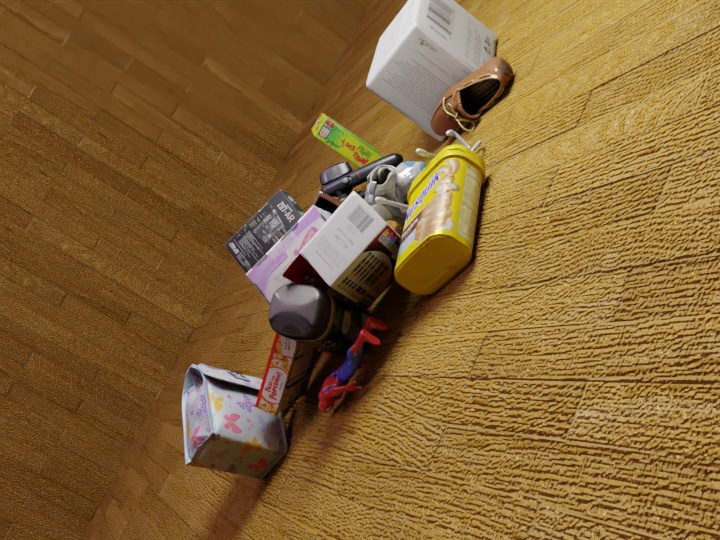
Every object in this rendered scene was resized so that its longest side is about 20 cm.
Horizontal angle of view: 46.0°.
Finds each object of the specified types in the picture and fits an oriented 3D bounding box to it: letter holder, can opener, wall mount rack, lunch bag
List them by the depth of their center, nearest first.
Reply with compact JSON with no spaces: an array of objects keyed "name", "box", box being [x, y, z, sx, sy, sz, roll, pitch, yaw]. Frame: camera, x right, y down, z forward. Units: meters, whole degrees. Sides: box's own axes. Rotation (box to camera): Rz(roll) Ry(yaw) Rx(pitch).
[{"name":"wall mount rack","box":[0.115,-0.163,1.459,0.200,0.074,0.174,-49,-3,32]},{"name":"lunch bag","box":[-0.238,0.264,1.576,0.128,0.167,0.202,-50,35,28]},{"name":"letter holder","box":[-0.072,-0.057,1.757,0.144,0.099,0.200,-61,-4,-9]},{"name":"can opener","box":[-0.001,-0.206,1.819,0.197,0.080,0.063,-18,7,23]}]

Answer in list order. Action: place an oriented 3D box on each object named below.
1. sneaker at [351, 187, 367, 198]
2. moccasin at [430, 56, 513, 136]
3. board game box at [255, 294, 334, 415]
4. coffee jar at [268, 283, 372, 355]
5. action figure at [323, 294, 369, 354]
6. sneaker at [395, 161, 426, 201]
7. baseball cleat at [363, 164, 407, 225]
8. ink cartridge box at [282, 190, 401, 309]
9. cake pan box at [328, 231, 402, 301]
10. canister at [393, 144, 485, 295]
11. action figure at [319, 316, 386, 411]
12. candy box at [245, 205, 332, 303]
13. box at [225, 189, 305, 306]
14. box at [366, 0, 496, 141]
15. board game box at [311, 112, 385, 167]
[{"name":"sneaker","box":[0.002,-0.150,1.883,0.200,0.059,0.105,-50,22,42]},{"name":"moccasin","box":[0.197,-0.304,1.546,0.200,0.074,0.078,-27,25,46]},{"name":"board game box","box":[-0.116,0.143,1.531,0.151,0.046,0.204,-21,-51,-72]},{"name":"coffee jar","box":[-0.063,0.083,1.383,0.102,0.199,0.087,4,78,28]},{"name":"action figure","box":[-0.008,0.064,1.511,0.202,0.065,0.052,-57,23,2]},{"name":"sneaker","box":[0.087,-0.174,1.674,0.072,0.073,0.200,-26,4,-10]},{"name":"baseball cleat","box":[0.056,-0.137,1.551,0.200,0.068,0.109,-23,-53,-73]},{"name":"ink cartridge box","box":[-0.014,-0.011,1.382,0.176,0.084,0.200,-47,-22,4]},{"name":"cake pan box","box":[0.000,0.000,1.633,0.202,0.052,0.184,-59,17,-1]},{"name":"canister","box":[0.124,-0.078,1.318,0.149,0.086,0.202,-45,22,44]},{"name":"action figure","box":[-0.020,0.163,1.363,0.201,0.051,0.066,-55,8,36]},{"name":"candy box","box":[-0.097,-0.023,1.489,0.168,0.072,0.200,-44,-7,5]},{"name":"box","box":[-0.145,-0.027,1.635,0.160,0.201,0.043,-42,-13,12]},{"name":"box","box":[0.142,-0.411,1.664,0.171,0.198,0.201,-43,22,37]},{"name":"board game box","box":[-0.014,-0.271,1.894,0.048,0.198,0.102,-54,16,11]}]
